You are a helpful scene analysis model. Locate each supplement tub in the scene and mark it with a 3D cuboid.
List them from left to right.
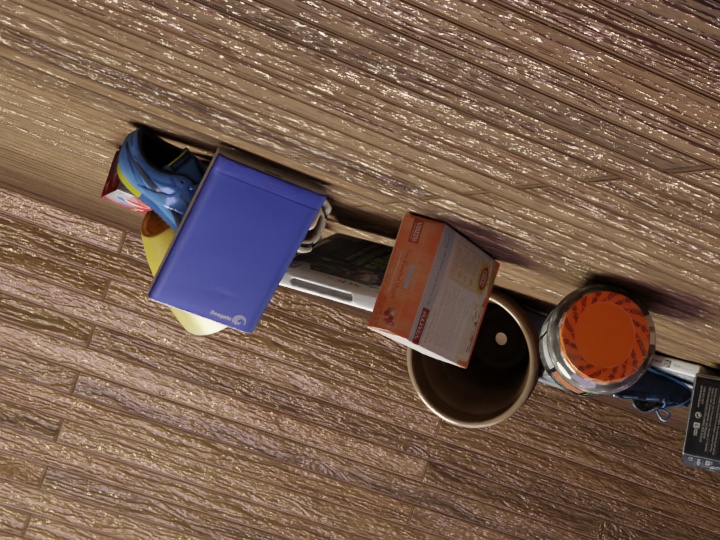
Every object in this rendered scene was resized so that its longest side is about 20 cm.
[{"bbox_3d":[0.268,0.081,1.588,0.121,0.124,0.200,18,175,5],"label":"supplement tub"}]

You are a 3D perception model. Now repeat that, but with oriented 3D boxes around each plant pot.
[{"bbox_3d":[-0.208,-0.038,1.853,0.142,0.201,0.199,46,161,-30],"label":"plant pot"},{"bbox_3d":[0.187,0.116,2.060,0.198,0.203,0.174,17,-168,20],"label":"plant pot"}]

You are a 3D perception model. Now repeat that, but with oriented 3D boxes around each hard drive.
[{"bbox_3d":[-0.139,-0.030,1.562,0.131,0.201,0.025,20,-151,-19],"label":"hard drive"}]

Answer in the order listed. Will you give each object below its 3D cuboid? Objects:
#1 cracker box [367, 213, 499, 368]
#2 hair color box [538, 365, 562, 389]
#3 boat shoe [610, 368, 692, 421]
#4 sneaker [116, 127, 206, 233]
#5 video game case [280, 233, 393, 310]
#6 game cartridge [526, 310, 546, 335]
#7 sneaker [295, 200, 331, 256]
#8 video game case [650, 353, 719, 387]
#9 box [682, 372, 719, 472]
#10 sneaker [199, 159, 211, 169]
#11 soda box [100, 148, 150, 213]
[{"bbox_3d":[0.087,0.027,1.604,0.057,0.135,0.200,17,174,25],"label":"cracker box"},{"bbox_3d":[0.297,0.116,2.005,0.060,0.100,0.200,19,175,2],"label":"hair color box"},{"bbox_3d":[0.440,0.187,2.166,0.199,0.069,0.084,22,175,-37],"label":"boat shoe"},{"bbox_3d":[-0.189,-0.085,1.583,0.199,0.066,0.078,39,143,-3],"label":"sneaker"},{"bbox_3d":[0.000,0.000,1.745,0.180,0.024,0.200,15,-161,25],"label":"video game case"},{"bbox_3d":[0.289,0.098,2.229,0.199,0.041,0.133,22,178,-32],"label":"game cartridge"},{"bbox_3d":[-0.081,-0.055,1.666,0.079,0.079,0.200,22,174,2],"label":"sneaker"},{"bbox_3d":[0.498,0.161,2.200,0.181,0.024,0.199,14,173,43],"label":"video game case"},{"bbox_3d":[0.577,0.239,2.047,0.194,0.126,0.200,9,170,15],"label":"box"},{"bbox_3d":[-0.177,-0.061,1.718,0.084,0.075,0.201,24,143,26],"label":"sneaker"},{"bbox_3d":[-0.283,-0.117,1.786,0.063,0.071,0.200,19,175,-15],"label":"soda box"}]
